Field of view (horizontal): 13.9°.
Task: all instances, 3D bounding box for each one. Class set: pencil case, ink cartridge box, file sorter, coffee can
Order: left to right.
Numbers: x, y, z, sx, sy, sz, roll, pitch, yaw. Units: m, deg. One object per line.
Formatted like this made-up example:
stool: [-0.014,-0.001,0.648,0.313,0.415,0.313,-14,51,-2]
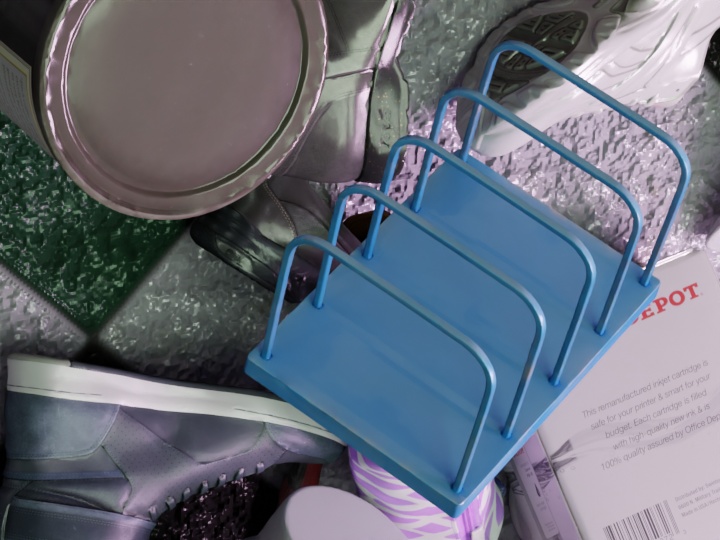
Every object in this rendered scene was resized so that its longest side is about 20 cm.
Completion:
coffee can: [-0.125,-0.127,1.428,0.146,0.200,0.147,-12,117,-25]
pencil case: [0.037,0.107,1.640,0.084,0.086,0.200,-29,153,-7]
file sorter: [0.059,-0.004,1.527,0.200,0.139,0.123,-45,160,-36]
ink cartridge box: [0.165,0.107,1.717,0.146,0.083,0.201,-21,86,-20]

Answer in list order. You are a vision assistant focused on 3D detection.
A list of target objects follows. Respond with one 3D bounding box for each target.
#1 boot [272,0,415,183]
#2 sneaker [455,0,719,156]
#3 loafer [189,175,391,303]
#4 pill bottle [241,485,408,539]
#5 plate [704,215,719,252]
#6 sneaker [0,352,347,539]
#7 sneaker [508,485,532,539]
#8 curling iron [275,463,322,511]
boot: [-0.040,-0.138,1.545,0.131,0.070,0.201,-1,96,-19]
sneaker: [0.145,-0.117,1.665,0.200,0.078,0.100,-37,128,-9]
loafer: [0.000,0.000,1.639,0.200,0.073,0.072,32,89,-37]
pill bottle: [-0.054,0.221,1.643,0.113,0.113,0.200,16,124,-34]
plate: [0.333,-0.068,1.776,0.199,0.032,0.200,11,137,-34]
sneaker: [-0.106,0.129,1.609,0.201,0.077,0.147,9,85,-23]
sneaker: [0.153,0.188,1.804,0.070,0.080,0.201,-31,119,-12]
curling iron: [-0.028,0.136,1.709,0.049,0.026,0.201,14,105,-30]
